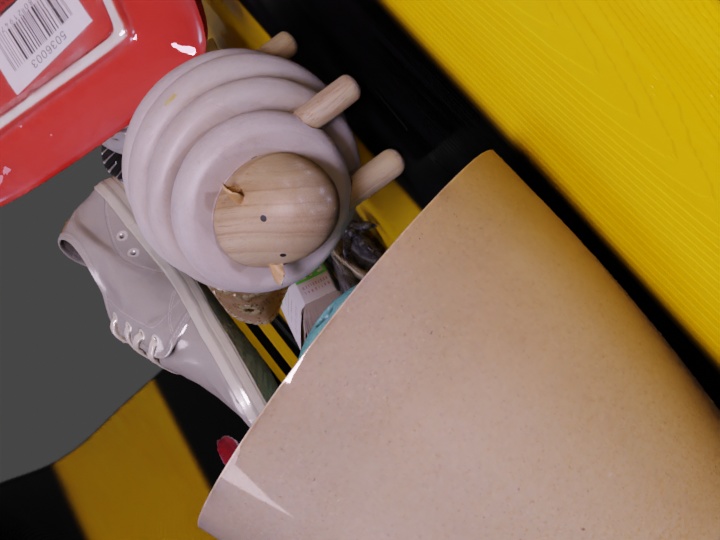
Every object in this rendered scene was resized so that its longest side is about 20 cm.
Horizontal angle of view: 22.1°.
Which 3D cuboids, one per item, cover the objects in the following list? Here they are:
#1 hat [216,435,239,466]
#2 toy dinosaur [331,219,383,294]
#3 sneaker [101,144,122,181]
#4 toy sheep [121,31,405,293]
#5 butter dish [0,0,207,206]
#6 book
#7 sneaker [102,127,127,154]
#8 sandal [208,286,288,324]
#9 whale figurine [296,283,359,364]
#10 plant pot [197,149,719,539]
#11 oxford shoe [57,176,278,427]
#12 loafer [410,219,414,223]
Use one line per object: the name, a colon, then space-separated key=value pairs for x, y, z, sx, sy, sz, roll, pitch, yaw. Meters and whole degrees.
hat: x=0.008 y=0.165 z=1.025 sx=0.199 sy=0.176 sz=0.166 roll=32 pitch=133 yaw=-8
toy dinosaur: x=0.000 y=0.000 z=1.223 sx=0.201 sy=0.047 sz=0.088 roll=58 pitch=179 yaw=-11
sneaker: x=-0.237 y=-0.101 z=2.185 sx=0.200 sy=0.078 sz=0.090 roll=48 pitch=174 yaw=36
toy sheep: x=-0.062 y=-0.057 z=0.980 sx=0.138 sy=0.138 sz=0.200 roll=57 pitch=172 yaw=-27
butter dish: x=-0.173 y=-0.162 z=1.133 sx=0.148 sy=0.199 sz=0.200 roll=-4 pitch=-114 yaw=-63
book: x=-0.067 y=-0.054 z=1.316 sx=0.134 sy=0.048 sz=0.201 roll=84 pitch=160 yaw=-75
sneaker: x=-0.123 y=-0.093 z=1.200 sx=0.099 sy=0.075 sz=0.200 roll=6 pitch=-179 yaw=-36
sandal: x=-0.062 y=-0.003 z=1.136 sx=0.212 sy=0.077 sz=0.070 roll=-78 pitch=-18 yaw=-78
whale figurine: x=0.001 y=0.060 z=1.019 sx=0.104 sy=0.159 sz=0.200 roll=42 pitch=161 yaw=-17
plant pot: x=0.071 y=0.089 z=0.718 sx=0.200 sy=0.188 sz=0.187 roll=39 pitch=171 yaw=6
oxford shoe: x=-0.104 y=0.029 z=1.016 sx=0.200 sy=0.058 sz=0.075 roll=48 pitch=175 yaw=32
loafer: x=0.077 y=0.049 z=0.866 sx=0.076 sy=0.067 sz=0.201 roll=61 pitch=-174 yaw=-55
